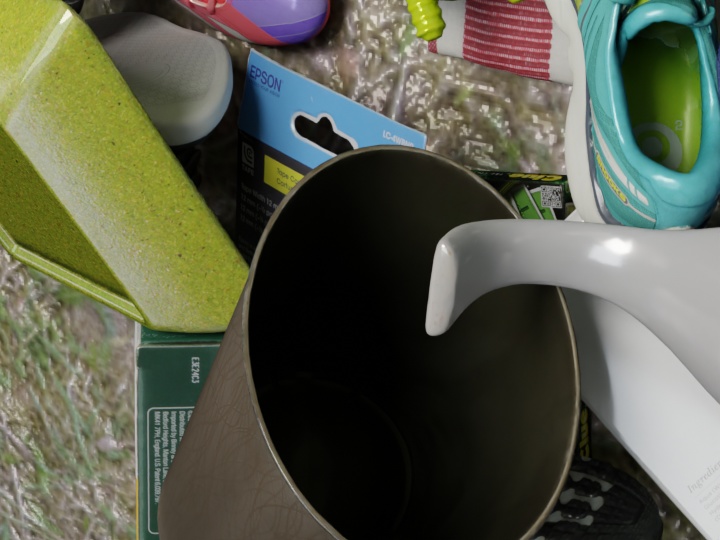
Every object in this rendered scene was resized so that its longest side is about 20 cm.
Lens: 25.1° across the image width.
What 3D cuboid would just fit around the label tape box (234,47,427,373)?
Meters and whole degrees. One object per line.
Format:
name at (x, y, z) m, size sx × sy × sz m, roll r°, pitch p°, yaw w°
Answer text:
label tape box at (0.000, 0.000, 0.812) m, size 0.143 × 0.066 × 0.201 m, roll 30°, pitch 124°, yaw 43°

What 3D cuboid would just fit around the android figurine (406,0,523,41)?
android figurine at (0.022, -0.206, 0.730) m, size 0.182 × 0.041 × 0.201 m, roll -18°, pitch 87°, yaw 28°

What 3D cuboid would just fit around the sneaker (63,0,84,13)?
sneaker at (-0.138, -0.157, 0.794) m, size 0.199 × 0.071 × 0.100 m, roll 3°, pitch 113°, yaw 28°

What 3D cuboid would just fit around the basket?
basket at (-0.010, 0.076, 0.687) m, size 0.200 × 0.136 × 0.181 m, roll 124°, pitch 151°, yaw -55°

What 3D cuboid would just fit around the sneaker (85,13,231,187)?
sneaker at (-0.104, -0.069, 0.840) m, size 0.200 × 0.070 × 0.100 m, roll -139°, pitch 36°, yaw -62°

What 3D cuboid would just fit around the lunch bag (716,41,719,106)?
lunch bag at (0.215, -0.055, 0.629) m, size 0.135 × 0.132 × 0.201 m, roll -6°, pitch 107°, yaw 18°

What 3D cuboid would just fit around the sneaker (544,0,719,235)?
sneaker at (0.117, -0.109, 0.646) m, size 0.077 × 0.080 × 0.201 m, roll -6°, pitch 78°, yaw -5°

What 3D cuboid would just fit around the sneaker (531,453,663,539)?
sneaker at (0.076, 0.152, 0.822) m, size 0.200 × 0.077 × 0.089 m, roll -16°, pitch 110°, yaw 42°

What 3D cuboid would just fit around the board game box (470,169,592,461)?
board game box at (0.068, 0.047, 0.837) m, size 0.105 × 0.023 × 0.201 m, roll 6°, pitch 109°, yaw 35°

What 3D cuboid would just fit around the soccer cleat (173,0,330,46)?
soccer cleat at (-0.106, -0.171, 0.845) m, size 0.200 × 0.076 × 0.067 m, roll 35°, pitch 122°, yaw 21°

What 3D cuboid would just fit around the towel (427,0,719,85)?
towel at (0.120, -0.150, 0.733) m, size 0.199 × 0.023 × 0.145 m, roll 17°, pitch 117°, yaw 31°

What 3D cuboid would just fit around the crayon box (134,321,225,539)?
crayon box at (-0.098, 0.057, 0.883) m, size 0.051 × 0.200 × 0.126 m, roll -1°, pitch 111°, yaw -8°

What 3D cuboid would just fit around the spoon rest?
spoon rest at (0.127, 0.017, 0.591) m, size 0.199 × 0.061 × 0.100 m, roll 15°, pitch 121°, yaw 12°

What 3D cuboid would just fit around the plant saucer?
plant saucer at (-0.154, -0.051, 0.777) m, size 0.200 × 0.048 × 0.200 m, roll 21°, pitch 151°, yaw 45°

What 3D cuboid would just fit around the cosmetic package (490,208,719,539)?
cosmetic package at (0.156, 0.057, 0.712) m, size 0.081 × 0.113 × 0.200 m, roll -42°, pitch 81°, yaw 10°
